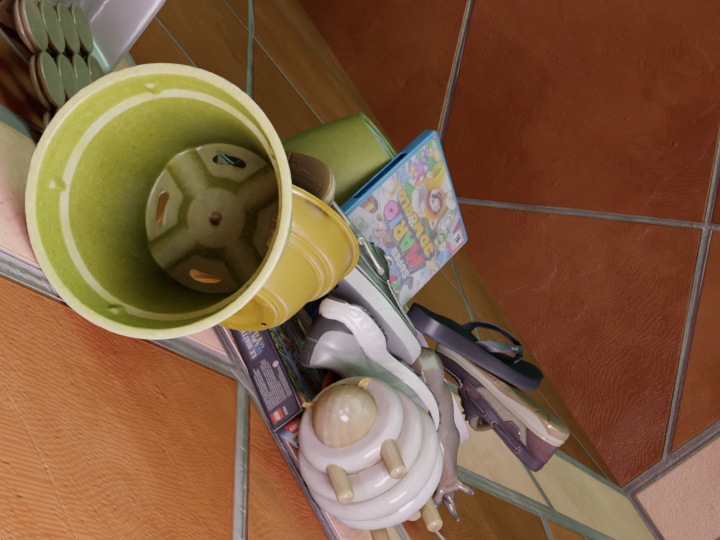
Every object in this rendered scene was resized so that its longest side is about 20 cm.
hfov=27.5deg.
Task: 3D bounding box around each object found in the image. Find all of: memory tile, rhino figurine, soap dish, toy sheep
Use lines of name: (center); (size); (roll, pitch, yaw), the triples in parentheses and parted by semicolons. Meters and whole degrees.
memory tile: (-0.265, -0.171, 1.342); (0.200, 0.017, 0.154); (-55, 129, -81)
rhino figurine: (0.070, 0.164, 1.501); (0.087, 0.059, 0.201); (-162, -125, -75)
soap dish: (-0.279, -0.294, 1.468); (0.081, 0.158, 0.200); (39, 4, 21)
toy sheep: (0.012, 0.168, 1.289); (0.138, 0.137, 0.200); (63, -1, 46)

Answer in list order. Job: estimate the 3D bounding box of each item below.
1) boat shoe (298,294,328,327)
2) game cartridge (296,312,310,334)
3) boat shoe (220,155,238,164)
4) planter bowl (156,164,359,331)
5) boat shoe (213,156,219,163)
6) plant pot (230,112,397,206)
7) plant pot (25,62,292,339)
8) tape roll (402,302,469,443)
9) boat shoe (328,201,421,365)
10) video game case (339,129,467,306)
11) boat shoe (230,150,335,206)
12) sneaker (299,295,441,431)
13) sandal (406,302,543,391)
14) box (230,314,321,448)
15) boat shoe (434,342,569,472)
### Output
boat shoe: (-0.048, 0.001, 1.472); (0.200, 0.072, 0.072); (41, 13, -17)
game cartridge: (0.008, 0.144, 1.535); (0.200, 0.032, 0.176); (59, 0, 29)
boat shoe: (-0.156, -0.159, 1.836); (0.069, 0.057, 0.200); (56, 10, 16)
planter bowl: (-0.107, -0.003, 1.309); (0.200, 0.199, 0.084); (44, 50, -43)
boat shoe: (-0.179, -0.107, 1.523); (0.073, 0.063, 0.200); (50, 11, -24)
plant pot: (-0.051, -0.079, 1.630); (0.187, 0.200, 0.187); (51, 10, -12)
plant pot: (-0.133, -0.048, 1.150); (0.201, 0.200, 0.184); (54, 6, 7)
tape roll: (0.048, 0.116, 1.660); (0.203, 0.071, 0.202); (63, -2, 3)
boat shoe: (0.000, 0.000, 1.403); (0.200, 0.064, 0.071); (51, -26, -6)
video game case: (0.041, -0.040, 1.575); (0.018, 0.200, 0.144); (7, -53, 38)
boat shoe: (-0.104, -0.059, 1.366); (0.063, 0.200, 0.074); (44, 43, -48)
sneaker: (0.006, 0.107, 1.388); (0.074, 0.080, 0.200); (17, -25, 47)
sandal: (0.134, 0.079, 1.586); (0.200, 0.043, 0.076); (29, 6, -39)
box: (-0.073, 0.093, 1.410); (0.110, 0.035, 0.200); (43, 14, -48)
boat shoe: (0.140, 0.146, 1.602); (0.200, 0.065, 0.072); (37, 6, 39)
